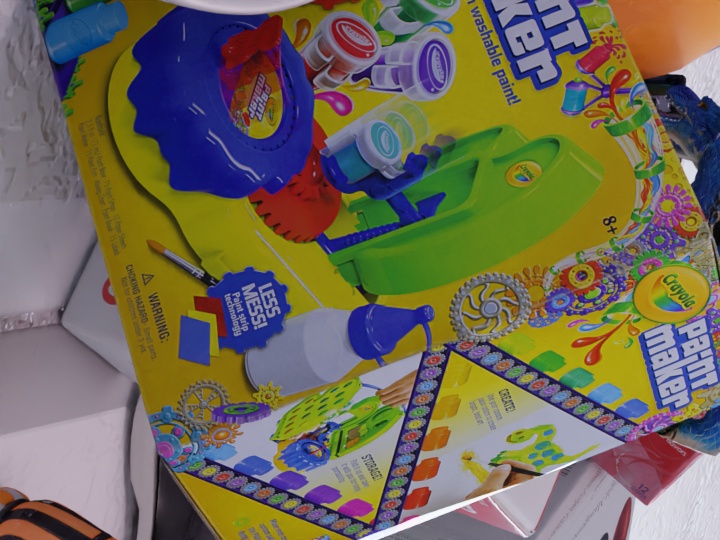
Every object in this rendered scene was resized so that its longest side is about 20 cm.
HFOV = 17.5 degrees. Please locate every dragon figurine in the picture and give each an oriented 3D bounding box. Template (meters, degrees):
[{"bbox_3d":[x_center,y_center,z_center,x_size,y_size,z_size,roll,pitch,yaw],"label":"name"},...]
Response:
[{"bbox_3d":[0.148,0.018,0.864,0.059,0.201,0.100,21,118,-45],"label":"dragon figurine"}]

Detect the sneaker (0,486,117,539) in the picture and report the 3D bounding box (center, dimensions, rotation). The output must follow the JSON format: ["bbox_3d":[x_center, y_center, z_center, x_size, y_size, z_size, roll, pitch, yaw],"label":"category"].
[{"bbox_3d":[-0.120,0.193,0.937,0.078,0.111,0.202,-37,142,-54],"label":"sneaker"}]

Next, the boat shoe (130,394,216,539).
[{"bbox_3d":[-0.065,0.122,1.082,0.074,0.060,0.201,-48,150,-47],"label":"boat shoe"}]

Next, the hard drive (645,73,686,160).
[{"bbox_3d":[0.085,-0.074,1.106,0.200,0.138,0.038,-43,135,-80],"label":"hard drive"}]

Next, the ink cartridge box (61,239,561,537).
[{"bbox_3d":[0.000,0.000,0.947,0.145,0.199,0.084,-66,155,-12],"label":"ink cartridge box"}]

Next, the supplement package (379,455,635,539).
[{"bbox_3d":[0.052,0.164,1.291,0.191,0.146,0.201,-44,146,-50],"label":"supplement package"}]

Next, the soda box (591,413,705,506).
[{"bbox_3d":[0.102,0.026,1.214,0.063,0.200,0.070,-47,177,-45],"label":"soda box"}]

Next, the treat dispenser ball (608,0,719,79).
[{"bbox_3d":[0.113,-0.187,1.055,0.201,0.200,0.202,-51,152,-41],"label":"treat dispenser ball"}]

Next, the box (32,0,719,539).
[{"bbox_3d":[0.008,-0.028,0.832,0.122,0.191,0.201,65,4,-59],"label":"box"}]

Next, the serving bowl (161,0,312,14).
[{"bbox_3d":[-0.058,-0.184,0.767,0.199,0.066,0.202,-4,96,-42],"label":"serving bowl"}]
